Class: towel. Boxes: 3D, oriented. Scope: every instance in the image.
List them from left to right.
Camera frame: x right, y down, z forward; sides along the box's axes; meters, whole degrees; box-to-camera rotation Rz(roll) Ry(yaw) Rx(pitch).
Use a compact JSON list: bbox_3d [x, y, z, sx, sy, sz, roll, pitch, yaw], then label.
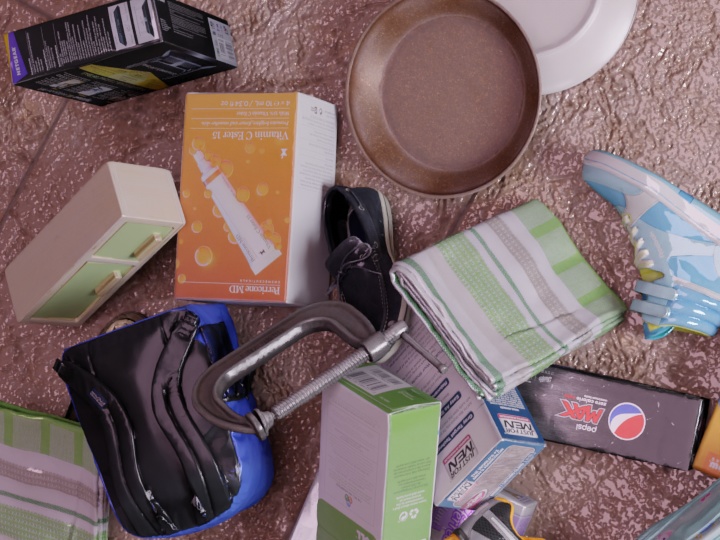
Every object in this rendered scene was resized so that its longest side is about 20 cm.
[{"bbox_3d":[-0.319,0.237,1.798,0.149,0.031,0.201,12,110,17],"label":"towel"},{"bbox_3d":[0.137,0.019,1.627,0.149,0.200,0.031,54,140,13],"label":"towel"}]

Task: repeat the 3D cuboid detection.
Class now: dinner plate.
[{"bbox_3d":[0.166,-0.268,1.724,0.199,0.024,0.201,-1,86,16],"label":"dinner plate"}]

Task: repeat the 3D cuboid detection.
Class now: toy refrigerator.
[{"bbox_3d":[-0.260,-0.020,1.761,0.200,0.076,0.070,-40,58,37],"label":"toy refrigerator"}]

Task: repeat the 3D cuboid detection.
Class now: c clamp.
[{"bbox_3d":[-0.048,0.088,1.592,0.200,0.027,0.171,-30,38,-11],"label":"c clamp"}]

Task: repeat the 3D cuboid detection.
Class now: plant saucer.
[{"bbox_3d":[0.082,-0.169,1.723,0.200,0.037,0.201,2,95,23],"label":"plant saucer"}]

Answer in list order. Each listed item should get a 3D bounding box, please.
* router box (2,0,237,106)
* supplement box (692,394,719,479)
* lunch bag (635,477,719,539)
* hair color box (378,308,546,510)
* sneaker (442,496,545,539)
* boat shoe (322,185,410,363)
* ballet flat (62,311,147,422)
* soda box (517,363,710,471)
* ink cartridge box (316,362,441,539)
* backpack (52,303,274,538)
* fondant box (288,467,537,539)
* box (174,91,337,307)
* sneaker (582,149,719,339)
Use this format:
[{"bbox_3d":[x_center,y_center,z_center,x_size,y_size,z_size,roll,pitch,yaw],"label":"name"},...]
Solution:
[{"bbox_3d":[-0.228,-0.211,1.748,0.157,0.200,0.052,-14,85,15],"label":"router box"},{"bbox_3d":[0.365,0.097,1.613,0.066,0.069,0.201,22,95,19],"label":"supplement box"},{"bbox_3d":[0.339,0.249,1.567,0.200,0.077,0.160,-41,114,13],"label":"lunch bag"},{"bbox_3d":[0.082,0.109,1.649,0.100,0.060,0.200,-49,47,30],"label":"hair color box"},{"bbox_3d":[0.162,0.283,1.625,0.200,0.078,0.077,42,80,-22],"label":"sneaker"},{"bbox_3d":[0.000,0.000,1.690,0.075,0.062,0.201,-42,42,37],"label":"boat shoe"},{"bbox_3d":[-0.267,0.133,1.815,0.067,0.046,0.201,30,95,16],"label":"ballet flat"},{"bbox_3d":[0.214,0.130,1.658,0.199,0.063,0.071,12,90,18],"label":"soda box"},{"bbox_3d":[0.013,0.195,1.620,0.104,0.059,0.201,28,120,50],"label":"ink cartridge box"},{"bbox_3d":[-0.164,0.145,1.718,0.162,0.168,0.201,-21,82,21],"label":"backpack"},{"bbox_3d":[0.046,0.244,1.705,0.199,0.058,0.145,23,93,16],"label":"fondant box"},{"bbox_3d":[-0.100,-0.067,1.746,0.124,0.097,0.201,1,87,23],"label":"box"},{"bbox_3d":[0.262,-0.014,1.646,0.200,0.080,0.131,35,95,17],"label":"sneaker"}]
